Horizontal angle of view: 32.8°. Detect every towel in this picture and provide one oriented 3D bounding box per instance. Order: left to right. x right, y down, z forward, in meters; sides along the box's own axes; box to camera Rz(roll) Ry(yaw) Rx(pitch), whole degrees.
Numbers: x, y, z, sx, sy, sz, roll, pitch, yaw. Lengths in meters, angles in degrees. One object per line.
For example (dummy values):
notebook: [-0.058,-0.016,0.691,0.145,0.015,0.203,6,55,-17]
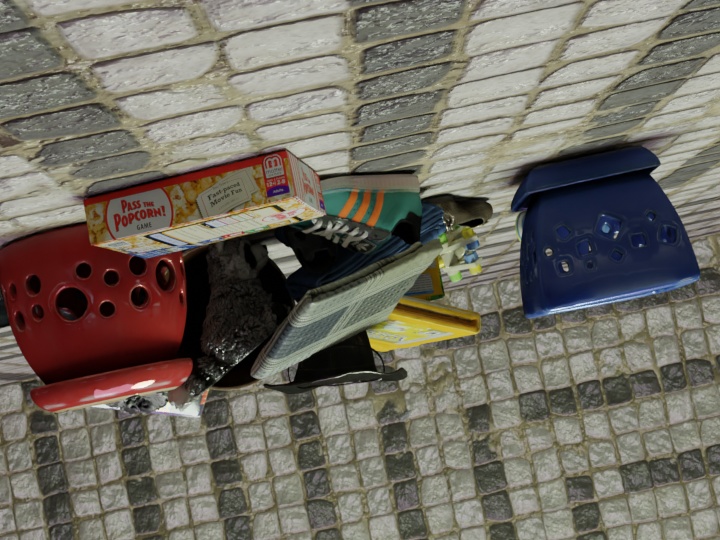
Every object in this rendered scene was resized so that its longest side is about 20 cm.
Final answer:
towel: [-0.018,0.038,1.377,0.199,0.035,0.193,-23,162,-34]
towel: [0.004,-0.023,1.503,0.199,0.049,0.111,-36,-157,-20]

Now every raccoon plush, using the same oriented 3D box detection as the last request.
raccoon plush: [-0.279,0.087,1.563,0.095,0.135,0.201,6,139,-2]
raccoon plush: [-0.175,0.047,1.426,0.200,0.134,0.097,-41,-179,-28]

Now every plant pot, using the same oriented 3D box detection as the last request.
plant pot: [-0.281,0.052,1.330,0.198,0.185,0.200,-11,177,-1]
plant pot: [-0.170,0.044,1.628,0.184,0.189,0.200,-12,-172,3]
plant pot: [0.294,-0.048,1.545,0.197,0.182,0.200,-12,174,0]

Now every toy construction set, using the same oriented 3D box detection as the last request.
toy construction set: [0.092,-0.022,1.844,0.197,0.093,0.131,-5,-159,14]

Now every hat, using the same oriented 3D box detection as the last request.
hat: [-0.035,0.105,1.526,0.198,0.082,0.201,-8,172,-1]

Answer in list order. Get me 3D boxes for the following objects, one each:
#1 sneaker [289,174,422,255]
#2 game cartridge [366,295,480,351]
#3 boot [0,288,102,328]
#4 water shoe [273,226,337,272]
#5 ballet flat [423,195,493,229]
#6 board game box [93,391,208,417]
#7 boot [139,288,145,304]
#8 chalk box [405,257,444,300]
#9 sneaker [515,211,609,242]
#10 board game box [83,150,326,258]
sneaker: [-0.010,-0.056,1.312,0.198,0.081,0.071,-8,174,-36]
game cartridge: [0.030,0.072,1.618,0.175,0.033,0.199,14,159,-37]
boot: [-0.411,0.042,1.506,0.161,0.074,0.197,-17,166,31]
water shoe: [-0.065,-0.033,1.443,0.071,0.080,0.200,-11,175,-4]
ballet flat: [0.132,-0.071,1.663,0.067,0.047,0.200,-13,175,22]
board game box: [-0.334,0.139,1.712,0.198,0.057,0.165,12,-165,-36]
boot: [-0.313,0.036,1.727,0.198,0.079,0.138,1,-175,29]
chalk box: [0.000,0.000,1.692,0.123,0.126,0.199,-7,173,-38]
sneaker: [0.347,-0.078,1.933,0.198,0.075,0.082,-11,173,-21]
board game box: [-0.144,-0.059,1.176,0.197,0.047,0.151,-13,174,7]
